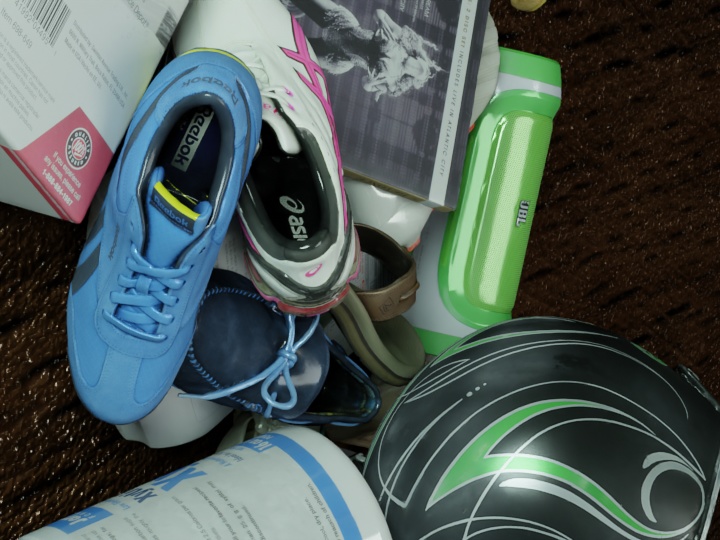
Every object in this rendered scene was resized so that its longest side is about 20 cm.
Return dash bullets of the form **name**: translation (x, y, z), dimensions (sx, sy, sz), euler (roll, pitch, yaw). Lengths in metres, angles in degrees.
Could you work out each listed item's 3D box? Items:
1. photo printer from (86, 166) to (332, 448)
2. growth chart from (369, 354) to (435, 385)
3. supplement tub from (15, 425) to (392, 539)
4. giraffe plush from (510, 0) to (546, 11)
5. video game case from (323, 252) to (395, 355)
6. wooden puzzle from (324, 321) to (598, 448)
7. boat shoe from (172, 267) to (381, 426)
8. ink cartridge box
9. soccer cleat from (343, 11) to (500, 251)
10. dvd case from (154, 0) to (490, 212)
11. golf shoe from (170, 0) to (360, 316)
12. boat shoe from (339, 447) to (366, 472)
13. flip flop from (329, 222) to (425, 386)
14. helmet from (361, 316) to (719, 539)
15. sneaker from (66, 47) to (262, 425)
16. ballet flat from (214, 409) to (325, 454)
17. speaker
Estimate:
- **photo printer**: translation (-0.084, -0.005, 1.263), dimensions (0.200, 0.069, 0.167), euler (-42, 139, -49)
- **growth chart**: translation (0.046, 0.073, 1.567), dimensions (0.145, 0.018, 0.200), euler (-58, 161, -20)
- **supplement tub**: translation (-0.092, 0.175, 1.188), dimensions (0.200, 0.132, 0.132), euler (-21, 124, -31)
- **giraffe plush**: translation (0.121, -0.271, 1.480), dimensions (0.162, 0.200, 0.173), euler (-57, 170, 32)
- **video game case**: translation (0.000, -0.059, 1.434), dimensions (0.181, 0.045, 0.200), euler (-38, 135, -52)
- **wooden puzzle**: translation (0.084, 0.078, 1.441), dimensions (0.200, 0.185, 0.037), euler (38, 35, -71)
- **boat shoe**: translation (-0.044, 0.041, 1.206), dimensions (0.200, 0.069, 0.084), euler (17, 88, -64)
- **ink cartridge box**: translation (-0.149, -0.148, 1.046), dimensions (0.200, 0.085, 0.146), euler (-65, 153, -19)
- **soccer cleat**: translation (0.036, -0.103, 1.336), dimensions (0.078, 0.069, 0.200), euler (70, 33, -51)
- **dvd case**: translation (-0.017, -0.132, 1.252), dimensions (0.200, 0.016, 0.149), euler (19, 72, -30)
- **golf shoe**: translation (-0.046, -0.080, 1.138), dimensions (0.092, 0.072, 0.200), euler (94, -24, -73)
- **boat shoe**: translation (0.004, 0.152, 1.376), dimensions (0.199, 0.068, 0.074), euler (26, 74, -85)
- **flip flop**: translation (0.000, 0.000, 1.257), dimensions (0.058, 0.081, 0.200), euler (-34, 141, 1)
- **helmet**: translation (0.097, 0.125, 1.273), dimensions (0.200, 0.190, 0.200), euler (19, 90, -87)
- **sneaker**: translation (-0.100, -0.010, 1.068), dimensions (0.078, 0.066, 0.200), euler (-88, -163, -71)
- **ballet flat**: translation (-0.074, 0.162, 1.389), dimensions (0.072, 0.072, 0.201), euler (9, 92, -64)
- **speaker**: translation (0.074, -0.044, 1.444), dimensions (0.088, 0.088, 0.200), euler (6, 96, -64)
